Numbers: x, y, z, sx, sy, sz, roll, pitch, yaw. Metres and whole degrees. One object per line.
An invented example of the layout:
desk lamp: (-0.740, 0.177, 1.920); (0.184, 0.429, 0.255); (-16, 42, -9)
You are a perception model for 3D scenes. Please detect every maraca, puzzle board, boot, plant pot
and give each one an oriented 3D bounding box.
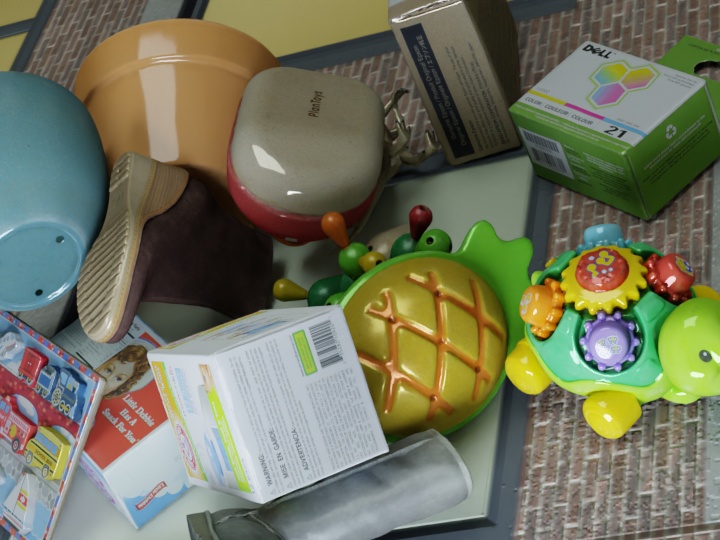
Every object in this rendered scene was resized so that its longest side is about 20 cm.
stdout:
maraca: (0.061, 0.047, 1.449); (0.199, 0.138, 0.107); (-31, 8, -18)
puzzle board: (-0.281, 0.127, 1.565); (0.199, 0.017, 0.152); (26, 97, 52)
boot: (-0.144, 0.006, 1.590); (0.072, 0.166, 0.201); (-32, 36, 37)
plant pot: (-0.161, -0.109, 1.735); (0.198, 0.200, 0.141); (-15, 52, 15)
boot: (-0.015, 0.180, 1.329); (0.198, 0.073, 0.182); (-12, 19, -9)
plant pot: (-0.292, -0.045, 1.600); (0.199, 0.201, 0.135); (-30, 47, -5)

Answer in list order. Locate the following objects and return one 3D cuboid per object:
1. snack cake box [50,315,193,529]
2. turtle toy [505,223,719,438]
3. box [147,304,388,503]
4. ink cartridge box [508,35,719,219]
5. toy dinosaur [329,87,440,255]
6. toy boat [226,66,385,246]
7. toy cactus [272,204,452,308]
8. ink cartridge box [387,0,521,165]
snack cake box: (-0.193, 0.110, 1.572); (0.115, 0.068, 0.200); (-36, 37, -14)
turtle toy: (0.198, 0.038, 1.383); (0.199, 0.102, 0.146); (28, 61, 37)
box: (-0.072, 0.094, 1.399); (0.101, 0.114, 0.200); (-20, 5, -19)
ink cartridge box: (0.248, -0.149, 1.611); (0.200, 0.076, 0.147); (-42, 38, -18)
toy dinosaur: (0.018, -0.096, 1.716); (0.101, 0.058, 0.201); (-35, 39, 32)
toy boat: (-0.050, -0.079, 1.632); (0.129, 0.132, 0.201); (10, 30, -1)
toy cactus: (0.000, 0.000, 1.560); (0.200, 0.102, 0.165); (-41, 1, 33)
ink cartridge box: (0.086, -0.222, 1.727); (0.074, 0.166, 0.201); (-16, 36, 16)
